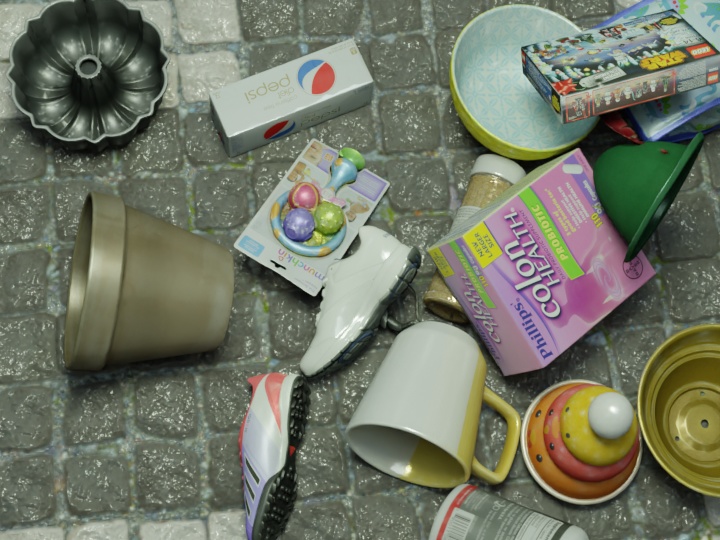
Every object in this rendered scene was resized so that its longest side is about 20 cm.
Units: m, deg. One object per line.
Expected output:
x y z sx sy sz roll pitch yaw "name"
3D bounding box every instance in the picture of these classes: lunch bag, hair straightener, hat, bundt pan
0.396 -0.256 1.751 0.198 0.128 0.171 -23 73 -21 "lunch bag"
0.000 0.000 1.684 0.199 0.041 0.077 36 72 15 "hair straightener"
0.274 -0.125 1.584 0.175 0.200 0.167 33 98 13 "hat"
-0.331 -0.236 1.731 0.199 0.076 0.205 1 71 -2 "bundt pan"

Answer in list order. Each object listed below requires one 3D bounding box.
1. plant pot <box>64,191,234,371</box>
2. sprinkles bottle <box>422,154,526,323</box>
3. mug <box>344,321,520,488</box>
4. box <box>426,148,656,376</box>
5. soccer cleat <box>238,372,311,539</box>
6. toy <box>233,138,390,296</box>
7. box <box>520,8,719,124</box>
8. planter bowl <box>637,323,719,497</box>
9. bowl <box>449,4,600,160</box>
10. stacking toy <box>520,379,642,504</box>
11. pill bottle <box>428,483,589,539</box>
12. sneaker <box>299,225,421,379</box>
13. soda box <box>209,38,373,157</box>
-0.240 0.021 1.604 0.171 0.200 0.203 7 70 -18 "plant pot"
0.139 -0.039 1.693 0.067 0.068 0.202 21 72 4 "sprinkles bottle"
0.083 0.155 1.606 0.148 0.187 0.155 0 56 35 "mug"
0.211 -0.010 1.628 0.199 0.096 0.177 -35 95 -24 "box"
-0.110 0.216 1.602 0.072 0.068 0.203 3 73 23 "soccer cleat"
-0.052 -0.078 1.675 0.114 0.047 0.201 30 52 5 "toy"
0.301 -0.240 1.627 0.197 0.040 0.137 -15 36 -7 "box"
0.410 0.170 1.627 0.197 0.084 0.203 1 72 -3 "planter bowl"
0.196 -0.214 1.730 0.197 0.108 0.203 4 67 -9 "bowl"
0.262 0.172 1.557 0.144 0.200 0.148 1 70 -3 "stacking toy"
0.180 0.317 1.518 0.198 0.114 0.115 18 70 25 "pill bottle"
-0.012 0.038 1.637 0.087 0.074 0.201 38 99 16 "sneaker"
-0.086 -0.216 1.744 0.198 0.064 0.069 -22 74 -11 "soda box"
